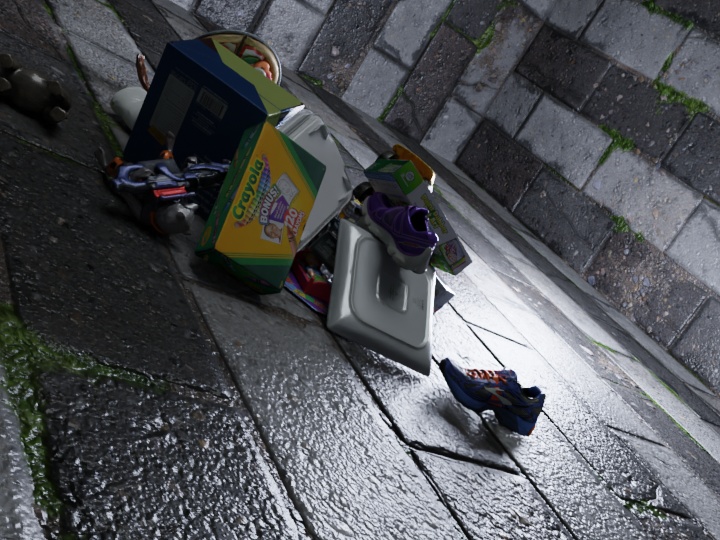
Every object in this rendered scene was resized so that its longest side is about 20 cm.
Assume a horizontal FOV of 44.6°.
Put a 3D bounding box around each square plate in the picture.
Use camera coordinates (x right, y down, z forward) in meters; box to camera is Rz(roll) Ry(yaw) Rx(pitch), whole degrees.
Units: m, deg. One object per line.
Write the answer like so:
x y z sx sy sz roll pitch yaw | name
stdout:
0.043 0.036 1.343 0.196 0.028 0.203 27 51 -26 | square plate

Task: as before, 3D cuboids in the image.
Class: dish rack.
-0.087 -0.133 1.329 0.200 0.043 0.174 -48 123 -39 | dish rack

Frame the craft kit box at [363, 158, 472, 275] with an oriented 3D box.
0.093 -0.095 1.487 0.200 0.048 0.200 59 -7 -14 | craft kit box

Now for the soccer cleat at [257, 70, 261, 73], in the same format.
-0.219 -0.256 1.484 0.083 0.200 0.065 29 37 -21 | soccer cleat

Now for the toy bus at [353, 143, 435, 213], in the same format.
0.085 -0.147 1.899 0.135 0.201 0.191 40 8 22 | toy bus

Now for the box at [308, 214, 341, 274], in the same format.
0.000 0.000 1.438 0.200 0.046 0.159 47 11 -12 | box

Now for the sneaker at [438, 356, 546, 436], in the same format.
0.203 0.178 1.353 0.198 0.079 0.076 28 15 -23 | sneaker

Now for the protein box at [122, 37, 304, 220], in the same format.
-0.230 -0.219 1.374 0.197 0.202 0.135 35 26 9 | protein box

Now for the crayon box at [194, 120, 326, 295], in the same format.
-0.134 -0.084 1.199 0.118 0.204 0.058 33 -26 -32 | crayon box

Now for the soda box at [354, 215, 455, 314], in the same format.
0.073 -0.017 1.501 0.201 0.064 0.068 52 10 20 | soda box

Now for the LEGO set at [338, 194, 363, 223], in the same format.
0.005 -0.085 1.664 0.198 0.117 0.154 29 15 -20 | LEGO set

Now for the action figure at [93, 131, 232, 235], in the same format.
-0.264 -0.117 1.225 0.196 0.106 0.194 -5 40 -29 | action figure

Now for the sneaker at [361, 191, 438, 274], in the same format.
0.070 -0.072 1.365 0.080 0.084 0.201 23 19 -35 | sneaker

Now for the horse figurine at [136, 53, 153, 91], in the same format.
-0.378 -0.345 1.757 0.199 0.050 0.134 33 29 -39 | horse figurine

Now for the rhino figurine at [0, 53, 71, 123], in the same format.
-0.506 -0.277 1.268 0.198 0.061 0.087 31 -4 -12 | rhino figurine

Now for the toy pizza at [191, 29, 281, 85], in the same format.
-0.229 -0.319 1.489 0.198 0.200 0.032 20 40 -41 | toy pizza

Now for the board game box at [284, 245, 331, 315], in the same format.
-0.078 0.001 1.367 0.199 0.039 0.158 37 15 12 | board game box

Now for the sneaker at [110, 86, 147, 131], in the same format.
-0.352 -0.287 1.577 0.115 0.075 0.198 42 26 25 | sneaker
